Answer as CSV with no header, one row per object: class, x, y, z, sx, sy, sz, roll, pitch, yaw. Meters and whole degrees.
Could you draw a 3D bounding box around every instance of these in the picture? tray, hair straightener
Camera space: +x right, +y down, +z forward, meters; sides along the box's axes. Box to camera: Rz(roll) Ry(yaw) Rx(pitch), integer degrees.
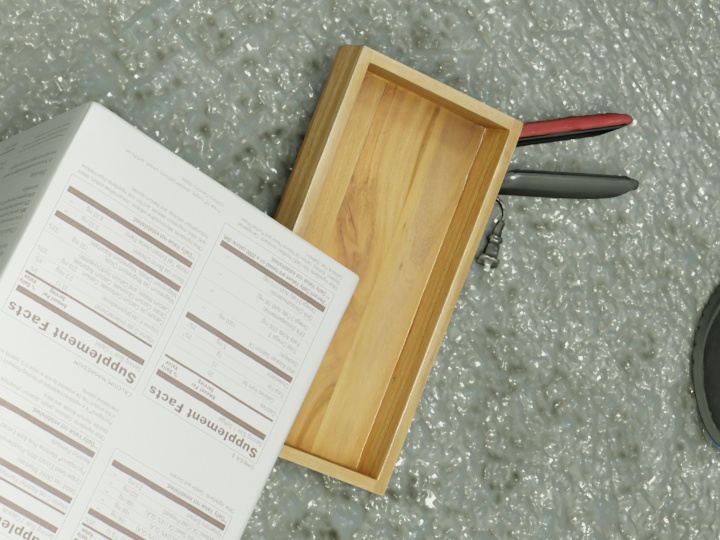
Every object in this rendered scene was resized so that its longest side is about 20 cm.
tray,0.000,0.000,1.065,0.098,0.037,0.202,23,86,-24
hair straightener,0.061,-0.038,1.121,0.198,0.041,0.078,-6,87,-29

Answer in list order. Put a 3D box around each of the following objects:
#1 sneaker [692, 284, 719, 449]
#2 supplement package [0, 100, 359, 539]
sneaker,0.249,0.013,1.194,0.073,0.082,0.201,31,72,-23
supplement package,-0.129,0.059,0.943,0.150,0.151,0.201,33,70,-22
